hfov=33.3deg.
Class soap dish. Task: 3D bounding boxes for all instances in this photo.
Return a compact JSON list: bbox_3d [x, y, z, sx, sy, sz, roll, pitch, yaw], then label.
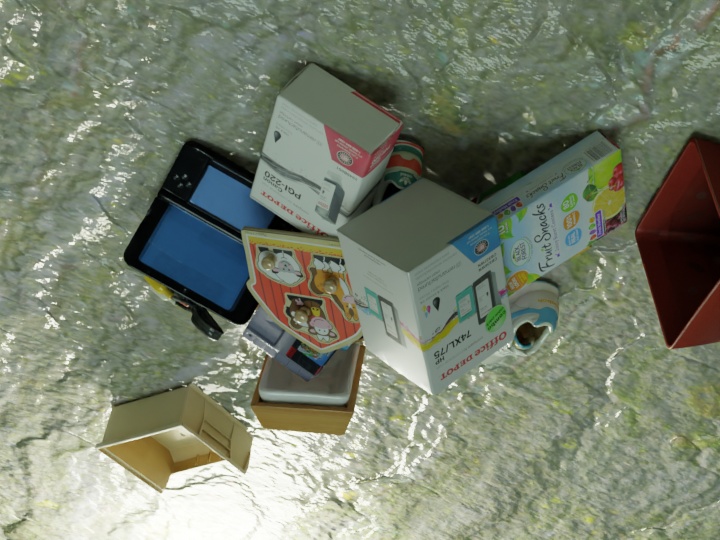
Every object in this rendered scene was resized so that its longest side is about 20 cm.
[{"bbox_3d":[-0.078,0.177,1.885,0.157,0.200,0.081,3,117,4],"label":"soap dish"}]

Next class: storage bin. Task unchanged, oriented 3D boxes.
[{"bbox_3d":[-0.330,0.310,2.175,0.200,0.094,0.199,-18,135,28],"label":"storage bin"}]

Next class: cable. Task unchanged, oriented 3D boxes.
[{"bbox_3d":[-0.259,0.059,1.807,0.050,0.200,0.097,-44,141,2],"label":"cable"}]

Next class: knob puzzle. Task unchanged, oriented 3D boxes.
[{"bbox_3d":[-0.069,0.038,1.623,0.219,0.030,0.220,15,132,17],"label":"knob puzzle"}]

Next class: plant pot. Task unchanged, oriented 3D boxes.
[{"bbox_3d":[0.492,-0.029,1.555,0.176,0.200,0.200,3,143,-13],"label":"plant pot"}]

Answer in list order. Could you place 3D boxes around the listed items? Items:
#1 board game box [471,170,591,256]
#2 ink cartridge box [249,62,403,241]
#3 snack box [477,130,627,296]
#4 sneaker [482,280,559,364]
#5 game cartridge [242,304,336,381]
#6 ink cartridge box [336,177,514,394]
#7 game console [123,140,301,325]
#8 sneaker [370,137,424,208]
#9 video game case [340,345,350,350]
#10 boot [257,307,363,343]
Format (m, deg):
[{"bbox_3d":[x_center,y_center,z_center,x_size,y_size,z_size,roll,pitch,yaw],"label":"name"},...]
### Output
[{"bbox_3d":[0.199,-0.043,1.691,0.153,0.040,0.200,34,134,-29],"label":"board game box"},{"bbox_3d":[-0.048,-0.140,1.540,0.146,0.085,0.200,34,143,9],"label":"ink cartridge box"},{"bbox_3d":[0.248,-0.072,1.555,0.200,0.053,0.142,-31,138,-10],"label":"snack box"},{"bbox_3d":[0.227,0.095,1.827,0.076,0.081,0.200,20,141,-18],"label":"sneaker"},{"bbox_3d":[-0.091,0.083,1.736,0.130,0.038,0.200,39,146,2],"label":"game cartridge"},{"bbox_3d":[0.085,0.019,1.522,0.146,0.147,0.200,32,146,44],"label":"ink cartridge box"},{"bbox_3d":[-0.197,-0.050,1.662,0.200,0.117,0.176,29,138,-9],"label":"game console"},{"bbox_3d":[0.032,-0.084,1.624,0.070,0.094,0.200,15,141,-10],"label":"sneaker"},{"bbox_3d":[-0.041,0.026,1.753,0.143,0.018,0.200,23,130,-13],"label":"video game case"},{"bbox_3d":[-0.065,0.033,1.803,0.200,0.072,0.166,13,143,-1],"label":"boot"}]
